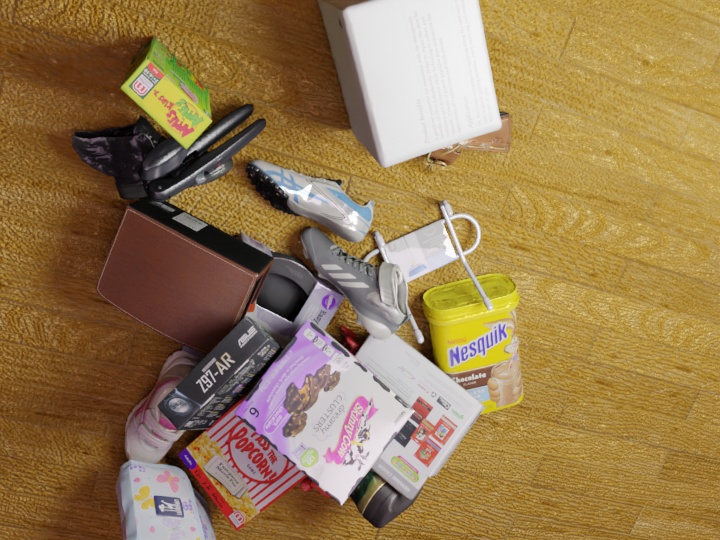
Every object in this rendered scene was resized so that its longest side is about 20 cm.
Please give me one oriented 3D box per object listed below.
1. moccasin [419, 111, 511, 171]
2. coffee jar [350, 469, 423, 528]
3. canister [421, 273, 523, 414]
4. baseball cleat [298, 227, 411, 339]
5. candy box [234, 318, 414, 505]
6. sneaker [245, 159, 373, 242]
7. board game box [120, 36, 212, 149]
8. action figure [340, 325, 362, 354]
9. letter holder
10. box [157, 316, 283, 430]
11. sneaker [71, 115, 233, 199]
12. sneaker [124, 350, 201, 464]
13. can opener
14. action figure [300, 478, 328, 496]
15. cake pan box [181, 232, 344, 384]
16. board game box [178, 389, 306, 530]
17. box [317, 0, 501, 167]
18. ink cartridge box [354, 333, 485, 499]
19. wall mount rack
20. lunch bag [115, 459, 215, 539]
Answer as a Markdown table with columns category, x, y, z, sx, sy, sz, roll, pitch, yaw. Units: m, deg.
| category | x | y | z | sx | sy | sz | roll | pitch | yaw |
| --- | --- | --- | --- | --- | --- | --- | --- | --- | --- |
| moccasin | 0.124 | -0.181 | 1.224 | 0.197 | 0.074 | 0.079 | -10 | 105 | -18 |
| coffee jar | -0.001 | 0.296 | 1.307 | 0.103 | 0.200 | 0.086 | -20 | 145 | -46 |
| canister | 0.183 | 0.123 | 1.345 | 0.146 | 0.087 | 0.204 | -13 | 115 | -6 |
| baseball cleat | 0.000 | 0.000 | 1.231 | 0.106 | 0.070 | 0.201 | -40 | 88 | 28 |
| candy box | -0.049 | 0.197 | 1.201 | 0.199 | 0.072 | 0.169 | 39 | 86 | 2 |
| sneaker | -0.072 | -0.111 | 1.216 | 0.197 | 0.072 | 0.074 | 27 | 70 | -14 |
| board game box | -0.239 | -0.226 | 1.054 | 0.048 | 0.200 | 0.101 | -43 | 113 | 8 |
| action figure | -0.077 | 0.177 | 1.322 | 0.051 | 0.066 | 0.201 | 31 | 101 | -29 |
| letter holder | -0.242 | 0.010 | 1.169 | 0.197 | 0.101 | 0.144 | 27 | 105 | 0 |
| box | -0.181 | 0.143 | 1.148 | 0.044 | 0.200 | 0.160 | 44 | 85 | 8 |
| sneaker | -0.279 | -0.161 | 1.148 | 0.196 | 0.060 | 0.106 | -14 | 118 | -3 |
| sneaker | -0.299 | 0.222 | 1.279 | 0.080 | 0.088 | 0.202 | 23 | 105 | -19 |
| can opener | -0.204 | -0.155 | 1.115 | 0.199 | 0.078 | 0.064 | -34 | 92 | -29 |
| action figure | -0.006 | 0.324 | 1.395 | 0.196 | 0.052 | 0.066 | -20 | 108 | 2 |
| cake pan box | -0.145 | 0.066 | 1.273 | 0.182 | 0.052 | 0.202 | 29 | 103 | -23 |
| board game box | -0.164 | 0.279 | 1.293 | 0.200 | 0.046 | 0.152 | -41 | 87 | 24 |
| box | 0.059 | -0.273 | 1.100 | 0.168 | 0.200 | 0.202 | -19 | 115 | -6 |
| ink cartridge box | 0.058 | 0.212 | 1.281 | 0.199 | 0.084 | 0.177 | 38 | 90 | 16 |
| wall mount rack | 0.105 | 0.000 | 1.266 | 0.197 | 0.075 | 0.177 | -24 | 93 | -2 |
| lunch bag | -0.293 | 0.400 | 1.279 | 0.126 | 0.171 | 0.201 | -28 | 132 | 1 |
